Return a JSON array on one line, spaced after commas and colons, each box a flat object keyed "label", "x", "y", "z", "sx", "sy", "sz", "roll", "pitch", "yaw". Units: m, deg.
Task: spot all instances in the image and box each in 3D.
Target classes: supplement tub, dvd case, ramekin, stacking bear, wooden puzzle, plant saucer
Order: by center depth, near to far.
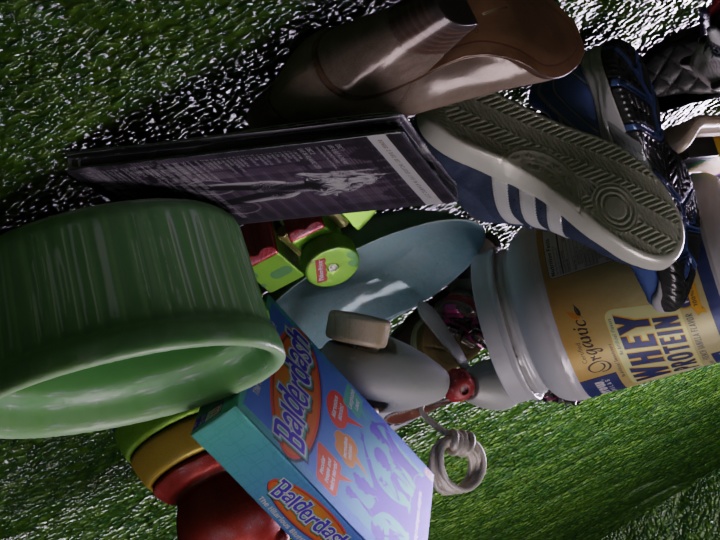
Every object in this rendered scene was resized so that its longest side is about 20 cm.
[{"label": "dvd case", "x": -0.054, "y": -0.056, "z": 1.023, "sx": 0.199, "sy": 0.016, "sz": 0.149, "roll": -5, "pitch": 166, "yaw": 15}, {"label": "ramekin", "x": -0.153, "y": 0.030, "z": 1.060, "sx": 0.199, "sy": 0.098, "sz": 0.200, "roll": -13, "pitch": 166, "yaw": -3}, {"label": "stacking bear", "x": -0.121, "y": 0.125, "z": 1.244, "sx": 0.121, "sy": 0.200, "sz": 0.114, "roll": -15, "pitch": 159, "yaw": -30}, {"label": "supplement tub", "x": 0.198, "y": 0.018, "z": 1.320, "sx": 0.199, "sy": 0.145, "sz": 0.144, "roll": -17, "pitch": 164, "yaw": 15}, {"label": "plant saucer", "x": 0.000, "y": 0.000, "z": 1.327, "sx": 0.200, "sy": 0.039, "sz": 0.201, "roll": -23, "pitch": 161, "yaw": -8}, {"label": "wooden puzzle", "x": 0.236, "y": -0.081, "z": 1.335, "sx": 0.185, "sy": 0.037, "sz": 0.200, "roll": -23, "pitch": 174, "yaw": 42}]

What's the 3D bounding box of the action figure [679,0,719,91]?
[{"label": "action figure", "x": 0.293, "y": -0.189, "z": 1.120, "sx": 0.193, "sy": 0.105, "sz": 0.200, "roll": -40, "pitch": 161, "yaw": 10}]

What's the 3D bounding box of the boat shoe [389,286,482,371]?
[{"label": "boat shoe", "x": 0.096, "y": 0.039, "z": 1.524, "sx": 0.066, "sy": 0.072, "sz": 0.201, "roll": -1, "pitch": -164, "yaw": 40}]

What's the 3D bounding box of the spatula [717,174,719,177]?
[{"label": "spatula", "x": 0.314, "y": -0.077, "z": 1.561, "sx": 0.056, "sy": 0.021, "sz": 0.200, "roll": -11, "pitch": 158, "yaw": -24}]

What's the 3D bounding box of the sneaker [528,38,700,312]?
[{"label": "sneaker", "x": 0.182, "y": -0.062, "z": 1.202, "sx": 0.077, "sy": 0.201, "sz": 0.076, "roll": -12, "pitch": -163, "yaw": 31}]

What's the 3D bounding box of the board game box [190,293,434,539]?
[{"label": "board game box", "x": -0.028, "y": 0.132, "z": 1.216, "sx": 0.045, "sy": 0.200, "sz": 0.152, "roll": -34, "pitch": -159, "yaw": 22}]

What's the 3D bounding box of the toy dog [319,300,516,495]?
[{"label": "toy dog", "x": 0.029, "y": 0.084, "z": 1.371, "sx": 0.200, "sy": 0.096, "sz": 0.132, "roll": 33, "pitch": 82, "yaw": -37}]

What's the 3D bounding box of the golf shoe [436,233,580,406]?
[{"label": "golf shoe", "x": 0.145, "y": 0.047, "z": 1.473, "sx": 0.072, "sy": 0.092, "sz": 0.200, "roll": 4, "pitch": 152, "yaw": 39}]

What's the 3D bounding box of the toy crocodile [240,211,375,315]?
[{"label": "toy crocodile", "x": -0.067, "y": -0.009, "z": 1.173, "sx": 0.200, "sy": 0.068, "sz": 0.062, "roll": -33, "pitch": 139, "yaw": 15}]

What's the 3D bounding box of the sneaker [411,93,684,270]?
[{"label": "sneaker", "x": 0.120, "y": -0.053, "z": 1.153, "sx": 0.075, "sy": 0.200, "sz": 0.085, "roll": -61, "pitch": -177, "yaw": -34}]

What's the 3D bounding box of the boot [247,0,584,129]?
[{"label": "boot", "x": 0.030, "y": -0.117, "z": 1.028, "sx": 0.146, "sy": 0.070, "sz": 0.200, "roll": -30, "pitch": 161, "yaw": 32}]

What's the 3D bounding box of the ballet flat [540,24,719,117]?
[{"label": "ballet flat", "x": 0.181, "y": -0.108, "z": 1.247, "sx": 0.200, "sy": 0.057, "sz": 0.066, "roll": -31, "pitch": 162, "yaw": 14}]

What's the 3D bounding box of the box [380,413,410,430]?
[{"label": "box", "x": -0.039, "y": 0.145, "z": 1.628, "sx": 0.200, "sy": 0.060, "sz": 0.117, "roll": -31, "pitch": 161, "yaw": 12}]
